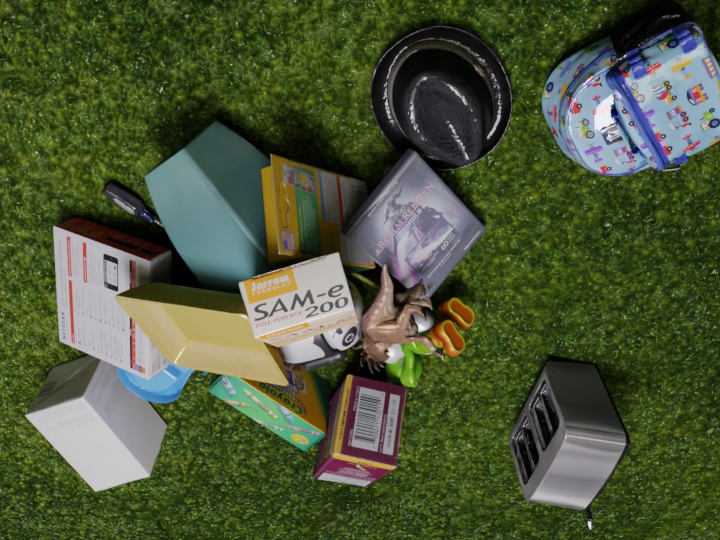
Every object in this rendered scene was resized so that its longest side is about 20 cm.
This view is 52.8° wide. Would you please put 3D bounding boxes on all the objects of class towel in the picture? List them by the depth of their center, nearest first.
[{"bbox_3d":[0.000,0.000,1.078,0.199,0.086,0.018,28,96,-15],"label":"towel"}]

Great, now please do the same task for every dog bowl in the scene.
[{"bbox_3d":[-0.308,0.138,1.169,0.111,0.050,0.200,40,125,-16],"label":"dog bowl"}]

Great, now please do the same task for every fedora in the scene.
[{"bbox_3d":[0.105,-0.203,0.928,0.199,0.092,0.202,1,124,2],"label":"fedora"}]

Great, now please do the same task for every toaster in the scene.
[{"bbox_3d":[0.336,0.275,1.180,0.118,0.201,0.182,10,125,-10],"label":"toaster"}]

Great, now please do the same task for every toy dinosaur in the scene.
[{"bbox_3d":[0.035,0.078,1.016,0.135,0.086,0.200,-14,143,12],"label":"toy dinosaur"}]

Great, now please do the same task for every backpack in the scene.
[{"bbox_3d":[0.335,-0.204,0.899,0.199,0.135,0.183,-24,119,21],"label":"backpack"}]

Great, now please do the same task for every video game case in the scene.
[{"bbox_3d":[0.080,-0.056,1.005,0.143,0.019,0.200,-50,133,2],"label":"video game case"}]

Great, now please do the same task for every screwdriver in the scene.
[{"bbox_3d":[-0.294,-0.063,1.075,0.200,0.028,0.029,41,88,-18],"label":"screwdriver"}]

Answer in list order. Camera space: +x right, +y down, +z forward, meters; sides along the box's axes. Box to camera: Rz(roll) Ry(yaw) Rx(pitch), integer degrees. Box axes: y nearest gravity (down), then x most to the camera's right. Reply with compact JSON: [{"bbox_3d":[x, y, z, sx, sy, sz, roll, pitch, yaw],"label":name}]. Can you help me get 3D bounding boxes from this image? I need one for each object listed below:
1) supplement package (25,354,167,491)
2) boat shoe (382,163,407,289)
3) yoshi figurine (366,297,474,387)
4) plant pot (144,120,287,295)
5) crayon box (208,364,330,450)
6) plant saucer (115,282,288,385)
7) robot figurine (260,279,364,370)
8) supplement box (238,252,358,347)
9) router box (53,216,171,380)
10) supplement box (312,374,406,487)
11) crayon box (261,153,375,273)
[{"bbox_3d":[-0.445,0.259,1.243,0.119,0.122,0.201,-19,121,15],"label":"supplement package"},{"bbox_3d":[0.072,-0.060,1.053,0.073,0.063,0.201,-21,127,-20],"label":"boat shoe"},{"bbox_3d":[0.095,0.125,1.138,0.112,0.113,0.200,5,156,-40],"label":"yoshi figurine"},{"bbox_3d":[-0.179,-0.086,0.978,0.141,0.142,0.200,-22,114,37],"label":"plant pot"},{"bbox_3d":[-0.144,0.192,1.188,0.200,0.119,0.058,38,118,-21],"label":"crayon box"},{"bbox_3d":[-0.207,0.082,1.006,0.198,0.049,0.200,7,148,17],"label":"plant saucer"},{"bbox_3d":[-0.091,0.079,1.105,0.199,0.126,0.150,-16,162,13],"label":"robot figurine"},{"bbox_3d":[-0.072,0.044,0.937,0.125,0.200,0.074,-17,81,-1],"label":"supplement box"},{"bbox_3d":[-0.370,0.041,1.081,0.178,0.049,0.201,19,118,19],"label":"router box"},{"bbox_3d":[-0.004,0.267,1.180,0.102,0.132,0.200,13,153,-8],"label":"supplement box"},{"bbox_3d":[-0.062,-0.068,0.946,0.051,0.127,0.199,-12,168,34],"label":"crayon box"}]
